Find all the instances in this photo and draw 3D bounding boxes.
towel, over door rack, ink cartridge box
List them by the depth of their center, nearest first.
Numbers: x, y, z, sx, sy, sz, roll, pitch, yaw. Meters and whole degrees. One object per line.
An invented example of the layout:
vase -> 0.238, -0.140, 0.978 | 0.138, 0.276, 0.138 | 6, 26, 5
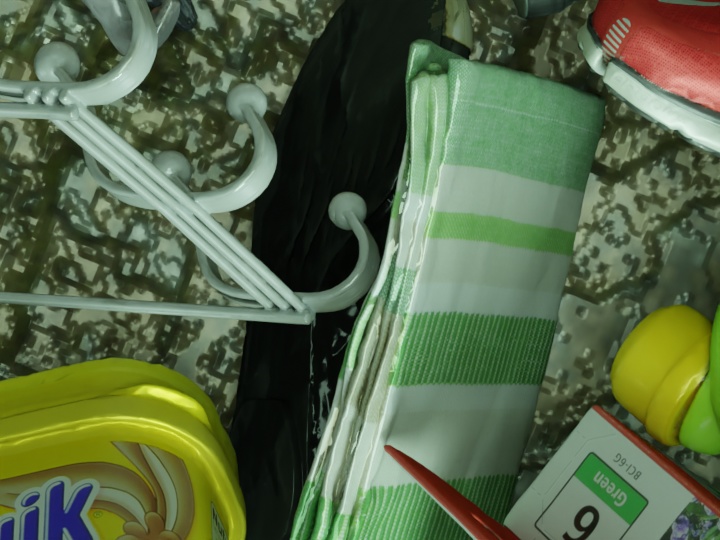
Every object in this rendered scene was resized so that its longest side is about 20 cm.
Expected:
over door rack -> -0.113, -0.031, 0.784 | 0.199, 0.148, 0.067 | -8, 62, 25
ink cartridge box -> 0.103, 0.095, 0.800 | 0.050, 0.109, 0.200 | -51, 137, 3
towel -> 0.023, 0.037, 0.830 | 0.023, 0.152, 0.201 | 14, 93, 22

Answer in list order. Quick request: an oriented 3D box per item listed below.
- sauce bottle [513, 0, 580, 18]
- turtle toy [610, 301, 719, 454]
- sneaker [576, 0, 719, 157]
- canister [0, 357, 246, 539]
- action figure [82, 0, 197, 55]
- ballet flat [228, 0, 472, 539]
sauce bottle -> 0.142, -0.122, 0.865 | 0.199, 0.066, 0.066 | -11, 94, -4
turtle toy -> 0.180, 0.027, 0.833 | 0.146, 0.200, 0.101 | 39, 121, 25
sneaker -> 0.157, -0.080, 0.827 | 0.199, 0.077, 0.085 | -1, 126, -24
canister -> -0.104, 0.133, 0.781 | 0.148, 0.201, 0.087 | -14, 132, 7
action figure -> -0.135, -0.126, 0.827 | 0.193, 0.105, 0.201 | 28, 66, -1
ballet flat -> 0.000, 0.000, 0.875 | 0.057, 0.066, 0.201 | 10, 95, -45
